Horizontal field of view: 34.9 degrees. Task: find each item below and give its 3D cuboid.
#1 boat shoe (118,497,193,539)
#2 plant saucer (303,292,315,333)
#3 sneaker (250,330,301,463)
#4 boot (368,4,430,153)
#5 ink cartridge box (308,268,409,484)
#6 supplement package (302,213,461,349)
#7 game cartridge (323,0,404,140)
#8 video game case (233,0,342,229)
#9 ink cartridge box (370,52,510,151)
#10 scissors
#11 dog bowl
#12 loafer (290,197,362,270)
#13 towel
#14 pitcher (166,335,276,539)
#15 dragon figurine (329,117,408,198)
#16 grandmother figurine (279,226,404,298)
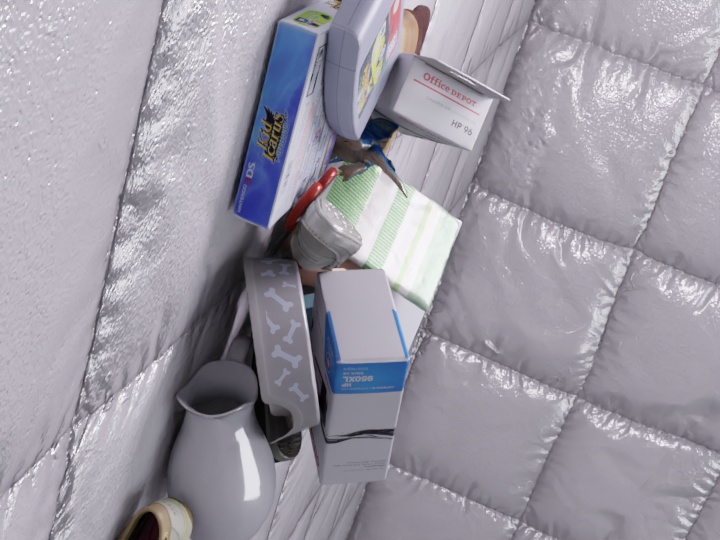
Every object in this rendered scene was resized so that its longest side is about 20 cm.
[{"bbox_3d":[-0.241,0.327,1.172,0.202,0.073,0.066,-69,159,-4],"label":"boat shoe"},{"bbox_3d":[-0.036,0.106,1.383,0.019,0.069,0.202,-110,-170,-49],"label":"plant saucer"},{"bbox_3d":[-0.132,0.131,1.371,0.075,0.105,0.203,23,60,-55],"label":"sneaker"},{"bbox_3d":[0.044,-0.241,1.488,0.166,0.072,0.202,-44,151,-65],"label":"boot"},{"bbox_3d":[-0.010,0.121,1.290,0.145,0.083,0.202,-105,-162,-47],"label":"ink cartridge box"},{"bbox_3d":[0.009,-0.008,1.476,0.111,0.155,0.202,-6,-123,62],"label":"supplement package"},{"bbox_3d":[0.004,-0.218,1.137,0.134,0.041,0.200,-61,170,-19],"label":"game cartridge"},{"bbox_3d":[-0.057,-0.165,1.151,0.181,0.045,0.202,-50,160,-63],"label":"video game case"},{"bbox_3d":[0.066,-0.193,1.291,0.200,0.115,0.069,26,-86,62],"label":"ink cartridge box"},{"bbox_3d":[-0.079,-0.048,1.257,0.073,0.014,0.200,-53,-176,-40],"label":"scissors"},{"bbox_3d":[-0.083,0.080,1.223,0.200,0.058,0.203,171,-90,-85],"label":"dog bowl"},{"bbox_3d":[-0.039,-0.029,1.217,0.070,0.070,0.200,-43,174,-1],"label":"loafer"},{"bbox_3d":[0.020,-0.060,1.376,0.023,0.199,0.154,-42,-162,50],"label":"towel"},{"bbox_3d":[-0.146,0.189,1.265,0.172,0.120,0.202,-66,161,-59],"label":"pitcher"},{"bbox_3d":[0.008,-0.139,1.291,0.099,0.199,0.060,-15,117,-41],"label":"dragon figurine"},{"bbox_3d":[0.000,0.000,1.376,0.060,0.198,0.123,-167,-95,-67],"label":"grandmother figurine"}]
